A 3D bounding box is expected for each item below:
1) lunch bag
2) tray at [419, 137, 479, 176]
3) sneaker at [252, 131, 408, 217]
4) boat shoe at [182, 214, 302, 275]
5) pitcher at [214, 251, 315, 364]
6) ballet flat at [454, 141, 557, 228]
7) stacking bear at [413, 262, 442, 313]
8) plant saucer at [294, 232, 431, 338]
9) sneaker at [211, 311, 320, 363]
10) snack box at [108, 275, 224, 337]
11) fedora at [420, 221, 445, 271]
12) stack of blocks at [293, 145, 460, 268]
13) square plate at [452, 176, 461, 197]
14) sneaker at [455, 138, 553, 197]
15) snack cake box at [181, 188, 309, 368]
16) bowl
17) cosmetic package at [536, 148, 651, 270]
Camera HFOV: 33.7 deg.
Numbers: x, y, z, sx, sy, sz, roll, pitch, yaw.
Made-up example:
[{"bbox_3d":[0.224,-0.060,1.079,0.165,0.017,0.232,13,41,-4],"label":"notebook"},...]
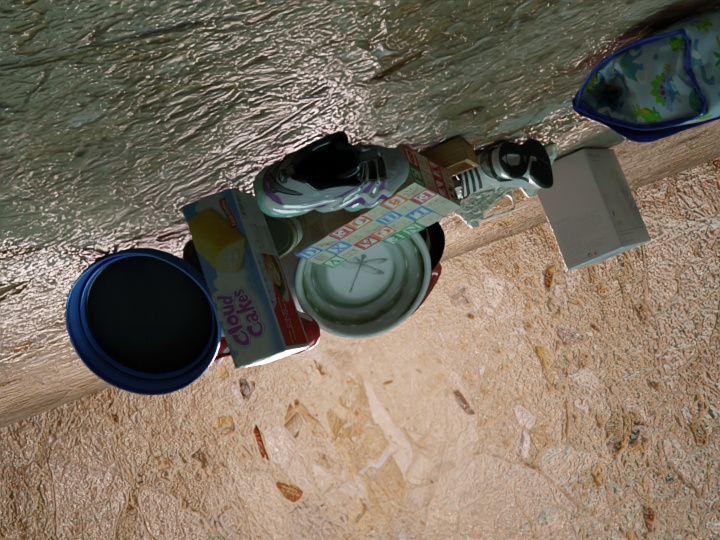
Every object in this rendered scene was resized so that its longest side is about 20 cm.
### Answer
[{"bbox_3d":[0.369,-0.225,1.379,0.170,0.128,0.200,-20,-172,-30],"label":"lunch bag"},{"bbox_3d":[0.058,-0.127,1.637,0.200,0.037,0.099,-20,175,14],"label":"tray"},{"bbox_3d":[-0.006,-0.112,1.305,0.200,0.078,0.140,-18,175,-31],"label":"sneaker"},{"bbox_3d":[-0.147,-0.041,1.583,0.200,0.075,0.068,-11,-177,39],"label":"boat shoe"},{"bbox_3d":[-0.165,0.022,1.775,0.200,0.172,0.121,-35,133,10],"label":"pitcher"},{"bbox_3d":[0.246,-0.133,1.942,0.200,0.072,0.072,-32,175,1],"label":"ballet flat"},{"bbox_3d":[0.012,-0.015,1.916,0.114,0.200,0.121,-59,158,-9],"label":"stacking bear"},{"bbox_3d":[0.000,0.000,1.708,0.200,0.200,0.050,-20,-153,-5],"label":"plant saucer"},{"bbox_3d":[-0.159,0.104,1.653,0.200,0.078,0.116,-3,-164,4],"label":"sneaker"},{"bbox_3d":[-0.222,0.041,1.618,0.200,0.068,0.169,-2,-168,8],"label":"snack box"},{"bbox_3d":[0.031,-0.056,1.801,0.200,0.201,0.092,-19,137,-10],"label":"fedora"},{"bbox_3d":[0.016,-0.076,1.564,0.200,0.059,0.115,-30,152,26],"label":"stack of blocks"},{"bbox_3d":[0.101,-0.113,1.994,0.198,0.028,0.200,-21,175,6],"label":"square plate"},{"bbox_3d":[0.215,-0.156,1.839,0.115,0.076,0.200,-13,172,32],"label":"sneaker"},{"bbox_3d":[-0.134,0.010,1.404,0.067,0.200,0.115,-20,175,8],"label":"snack cake box"},{"bbox_3d":[-0.274,0.063,1.517,0.200,0.201,0.039,-21,-161,14],"label":"bowl"},{"bbox_3d":[0.439,-0.120,2.258,0.123,0.200,0.199,-26,173,28],"label":"cosmetic package"}]
